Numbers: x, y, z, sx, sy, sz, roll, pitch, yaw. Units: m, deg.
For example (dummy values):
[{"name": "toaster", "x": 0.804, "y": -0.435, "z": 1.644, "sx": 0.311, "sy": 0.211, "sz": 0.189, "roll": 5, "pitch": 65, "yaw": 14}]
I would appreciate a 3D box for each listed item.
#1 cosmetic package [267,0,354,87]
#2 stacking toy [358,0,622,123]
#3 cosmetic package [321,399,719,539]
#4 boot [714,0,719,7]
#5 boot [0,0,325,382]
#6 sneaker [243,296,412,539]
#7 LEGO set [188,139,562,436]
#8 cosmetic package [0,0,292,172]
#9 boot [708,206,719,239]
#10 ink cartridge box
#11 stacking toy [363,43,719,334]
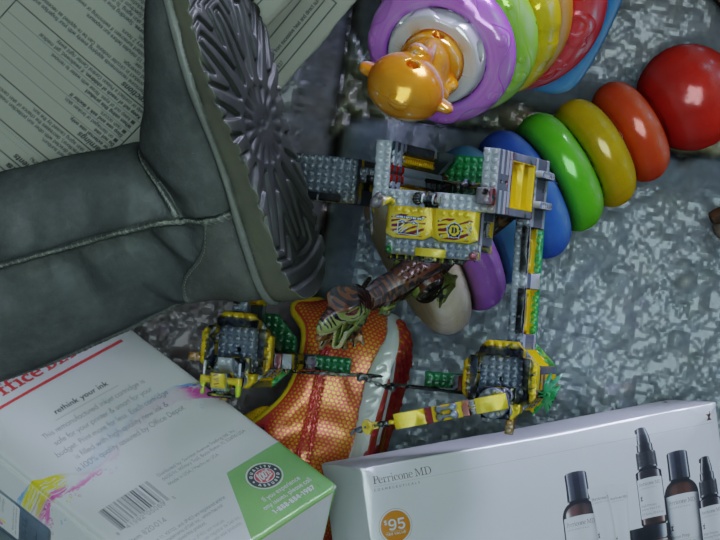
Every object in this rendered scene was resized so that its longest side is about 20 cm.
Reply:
[{"name": "cosmetic package", "x": -0.104, "y": -0.168, "z": 1.274, "sx": 0.200, "sy": 0.073, "sz": 0.104, "roll": 38, "pitch": 114, "yaw": -12}, {"name": "stacking toy", "x": 0.045, "y": -0.110, "z": 1.219, "sx": 0.116, "sy": 0.200, "sz": 0.110, "roll": 28, "pitch": 121, "yaw": 5}, {"name": "cosmetic package", "x": 0.085, "y": 0.118, "z": 1.298, "sx": 0.199, "sy": 0.051, "sz": 0.083, "roll": -9, "pitch": 91, "yaw": -25}, {"name": "boot", "x": 0.226, "y": -0.141, "z": 1.304, "sx": 0.200, "sy": 0.138, "sz": 0.078, "roll": 35, "pitch": 86, "yaw": -4}, {"name": "boot", "x": -0.130, "y": -0.043, "z": 1.178, "sx": 0.199, "sy": 0.073, "sz": 0.183, "roll": -9, "pitch": 100, "yaw": 26}, {"name": "sneaker", "x": -0.032, "y": 0.112, "z": 1.323, "sx": 0.077, "sy": 0.073, "sz": 0.201, "roll": 14, "pitch": 81, "yaw": 12}, {"name": "LEGO set", "x": 0.000, "y": 0.000, "z": 1.216, "sx": 0.199, "sy": 0.116, "sz": 0.154, "roll": 14, "pitch": 93, "yaw": 17}, {"name": "cosmetic package", "x": -0.107, "y": -0.123, "z": 1.207, "sx": 0.103, "sy": 0.073, "sz": 0.200, "roll": 41, "pitch": 115, "yaw": -15}, {"name": "boot", "x": 0.293, "y": 0.004, "z": 1.346, "sx": 0.199, "sy": 0.070, "sz": 0.147, "roll": -18, "pitch": 103, "yaw": 10}, {"name": "ink cartridge box", "x": -0.125, "y": 0.095, "z": 1.261, "sx": 0.200, "sy": 0.067, "sz": 0.117, "roll": 36, "pitch": 43, "yaw": 26}, {"name": "stacking toy", "x": 0.105, "y": -0.049, "z": 1.328, "sx": 0.200, "sy": 0.085, "sz": 0.086, "roll": -28, "pitch": 91, "yaw": -10}]
